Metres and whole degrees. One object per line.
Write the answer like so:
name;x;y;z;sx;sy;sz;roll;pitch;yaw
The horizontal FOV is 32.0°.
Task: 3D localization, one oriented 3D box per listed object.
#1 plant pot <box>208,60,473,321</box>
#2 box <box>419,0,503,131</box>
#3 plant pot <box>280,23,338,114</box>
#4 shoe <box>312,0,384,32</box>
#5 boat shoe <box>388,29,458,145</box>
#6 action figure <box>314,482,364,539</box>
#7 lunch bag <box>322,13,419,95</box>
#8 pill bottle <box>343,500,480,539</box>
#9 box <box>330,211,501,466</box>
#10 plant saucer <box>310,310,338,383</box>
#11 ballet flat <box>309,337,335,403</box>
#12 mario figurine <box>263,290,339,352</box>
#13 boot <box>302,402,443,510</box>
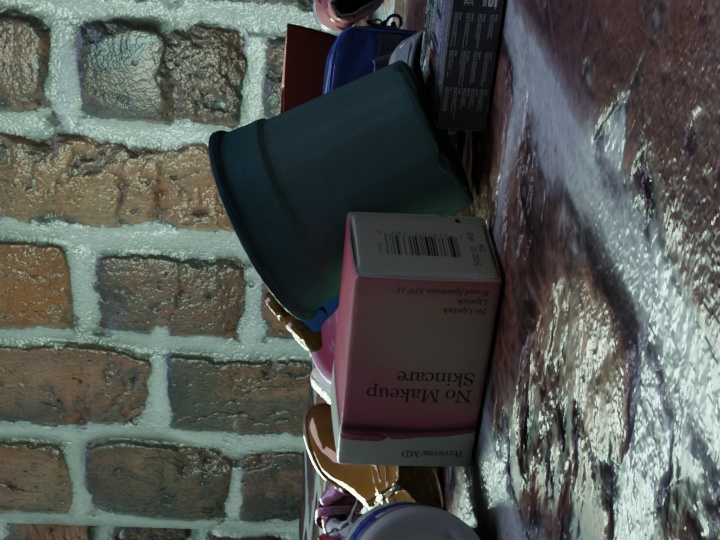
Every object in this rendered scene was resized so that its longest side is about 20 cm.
plant pot;-0.010;-0.086;1.181;0.202;0.194;0.201;58;-166;-23
box;0.094;-0.252;1.147;0.158;0.049;0.203;-97;11;-60
plant pot;-0.023;-0.199;1.719;0.200;0.173;0.203;107;165;-72
shoe;0.032;-0.341;1.382;0.200;0.072;0.091;-45;13;-6
boat shoe;0.066;-0.149;1.282;0.071;0.069;0.204;145;123;-68
action figure;-0.015;0.253;1.514;0.201;0.147;0.135;-56;-36;-41
lunch bag;0.025;-0.185;1.408;0.132;0.134;0.203;-129;43;-81
pill bottle;0.040;0.263;1.094;0.200;0.118;0.122;121;151;-80
box;0.044;0.062;1.110;0.109;0.126;0.203;-98;11;-58
plant saucer;0.005;0.036;1.443;0.200;0.050;0.204;-18;68;55
ballet flat;-0.029;0.114;1.523;0.067;0.066;0.202;95;174;-53
mario figurine;0.000;0.000;1.328;0.124;0.200;0.106;49;175;-4
boot;0.018;0.203;1.346;0.201;0.073;0.155;52;153;15
